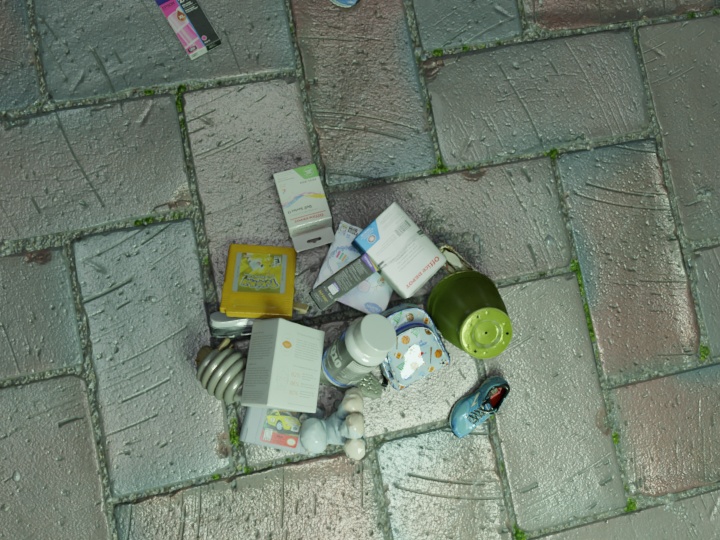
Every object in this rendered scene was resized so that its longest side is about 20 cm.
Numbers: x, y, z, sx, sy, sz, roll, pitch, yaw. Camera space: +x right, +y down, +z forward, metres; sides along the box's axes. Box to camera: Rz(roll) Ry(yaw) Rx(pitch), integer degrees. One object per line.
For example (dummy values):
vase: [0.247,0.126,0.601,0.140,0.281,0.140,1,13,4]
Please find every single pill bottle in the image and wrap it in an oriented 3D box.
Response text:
pill bottle: [-0.005,0.189,1.273,0.113,0.200,0.114,17,50,-22]

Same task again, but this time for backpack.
backpack: [0.117,0.185,1.349,0.199,0.154,0.191,-27,93,-9]

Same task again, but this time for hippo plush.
hippo plush: [-0.071,0.369,1.305,0.160,0.200,0.161,-3,85,0]

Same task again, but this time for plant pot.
plant pot: [0.282,0.122,1.330,0.199,0.193,0.202,-1,106,-5]

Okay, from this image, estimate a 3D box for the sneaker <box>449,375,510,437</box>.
sneaker: [0.310,0.352,1.394,0.078,0.090,0.200,45,83,-1]

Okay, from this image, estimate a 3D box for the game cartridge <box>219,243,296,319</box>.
game cartridge: [-0.252,0.025,1.344,0.175,0.033,0.201,3,55,-6]

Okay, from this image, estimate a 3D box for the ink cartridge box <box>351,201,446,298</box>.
ink cartridge box: [0.096,-0.049,1.363,0.146,0.086,0.200,-43,93,-8]

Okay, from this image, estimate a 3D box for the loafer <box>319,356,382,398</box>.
loafer: [-0.036,0.280,1.378,0.199,0.070,0.070,28,48,-15]

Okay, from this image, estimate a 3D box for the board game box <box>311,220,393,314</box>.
board game box: [0.000,0.000,1.413,0.199,0.043,0.200,23,83,-4]

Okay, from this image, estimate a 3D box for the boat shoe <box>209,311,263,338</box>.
boat shoe: [-0.280,0.139,1.362,0.199,0.072,0.068,-4,120,-20]

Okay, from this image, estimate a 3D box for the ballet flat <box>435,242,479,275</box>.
ballet flat: [0.269,0.003,1.433,0.200,0.064,0.076,39,81,-3]

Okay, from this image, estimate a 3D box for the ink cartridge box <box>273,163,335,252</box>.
ink cartridge box: [-0.142,-0.161,1.378,0.116,0.067,0.201,-16,74,-7]

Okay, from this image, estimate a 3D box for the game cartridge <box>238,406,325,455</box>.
game cartridge: [-0.196,0.384,1.364,0.199,0.041,0.134,13,80,-5]

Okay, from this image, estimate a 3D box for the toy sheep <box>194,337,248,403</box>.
toy sheep: [-0.322,0.254,1.314,0.199,0.138,0.138,33,82,16]

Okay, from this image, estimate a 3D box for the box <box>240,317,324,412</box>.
box: [-0.183,0.231,1.289,0.152,0.106,0.201,24,65,-43]

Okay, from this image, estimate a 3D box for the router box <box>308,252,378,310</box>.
router box: [-0.046,0.028,1.283,0.157,0.200,0.052,-36,92,-7]

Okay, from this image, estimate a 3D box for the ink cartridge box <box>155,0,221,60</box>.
ink cartridge box: [-0.461,-0.668,1.423,0.094,0.037,0.201,-32,87,-8]

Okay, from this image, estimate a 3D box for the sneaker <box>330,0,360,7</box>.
sneaker: [-0.076,-0.798,1.448,0.200,0.089,0.079,44,83,-1]

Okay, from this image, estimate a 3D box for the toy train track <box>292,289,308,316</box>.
toy train track: [-0.231,0.083,1.374,0.199,0.115,0.033,14,126,6]
